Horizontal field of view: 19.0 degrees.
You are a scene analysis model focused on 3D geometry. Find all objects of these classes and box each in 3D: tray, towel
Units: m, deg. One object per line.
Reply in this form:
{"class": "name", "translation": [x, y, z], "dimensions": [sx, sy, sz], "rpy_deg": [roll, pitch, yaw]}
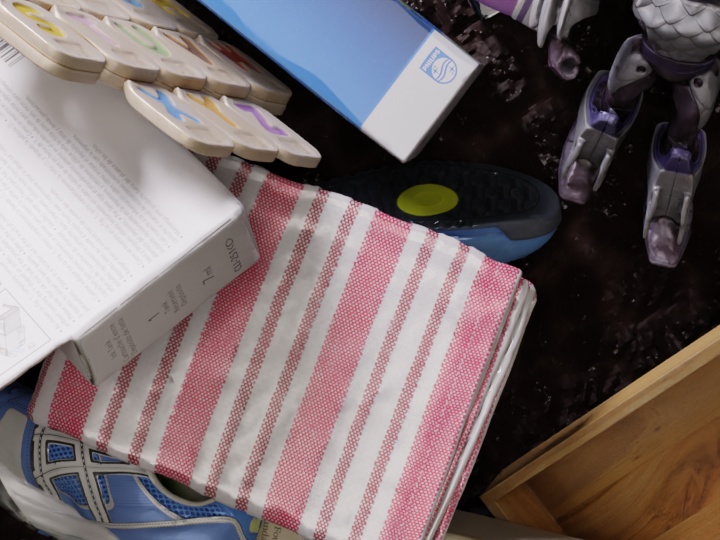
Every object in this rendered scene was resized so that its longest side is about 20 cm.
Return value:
{"class": "tray", "translation": [0.156, 0.092, 0.990], "dimensions": [0.099, 0.037, 0.200], "rpy_deg": [51, 129, -1]}
{"class": "towel", "translation": [-0.036, 0.036, 0.968], "dimensions": [0.198, 0.030, 0.147], "rpy_deg": [22, 83, 7]}

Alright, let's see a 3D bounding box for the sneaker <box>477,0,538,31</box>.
{"class": "sneaker", "translation": [0.082, -0.220, 0.959], "dimensions": [0.114, 0.073, 0.202], "rpy_deg": [30, 97, 4]}

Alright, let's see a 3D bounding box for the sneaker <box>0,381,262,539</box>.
{"class": "sneaker", "translation": [-0.127, 0.093, 1.026], "dimensions": [0.199, 0.076, 0.077], "rpy_deg": [36, 96, 20]}

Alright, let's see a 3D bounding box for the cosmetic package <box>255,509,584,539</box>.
{"class": "cosmetic package", "translation": [0.039, 0.167, 1.004], "dimensions": [0.198, 0.073, 0.105], "rpy_deg": [10, 93, 24]}

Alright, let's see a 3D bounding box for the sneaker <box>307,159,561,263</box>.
{"class": "sneaker", "translation": [0.000, 0.000, 1.038], "dimensions": [0.198, 0.066, 0.079], "rpy_deg": [-10, 120, -1]}

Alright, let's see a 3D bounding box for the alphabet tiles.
{"class": "alphabet tiles", "translation": [-0.110, -0.108, 0.954], "dimensions": [0.195, 0.200, 0.015], "rpy_deg": [38, 106, 22]}

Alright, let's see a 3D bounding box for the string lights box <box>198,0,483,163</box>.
{"class": "string lights box", "translation": [-0.038, -0.134, 1.003], "dimensions": [0.200, 0.103, 0.059], "rpy_deg": [39, 96, 0]}

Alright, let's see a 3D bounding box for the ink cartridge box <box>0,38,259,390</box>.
{"class": "ink cartridge box", "translation": [-0.171, -0.025, 0.929], "dimensions": [0.176, 0.045, 0.200], "rpy_deg": [-37, 59, -15]}

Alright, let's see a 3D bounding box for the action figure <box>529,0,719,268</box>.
{"class": "action figure", "translation": [0.137, -0.088, 0.946], "dimensions": [0.129, 0.201, 0.070], "rpy_deg": [22, 60, 9]}

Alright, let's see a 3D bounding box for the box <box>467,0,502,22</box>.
{"class": "box", "translation": [0.108, -0.233, 1.014], "dimensions": [0.199, 0.046, 0.160], "rpy_deg": [-28, 92, 6]}
